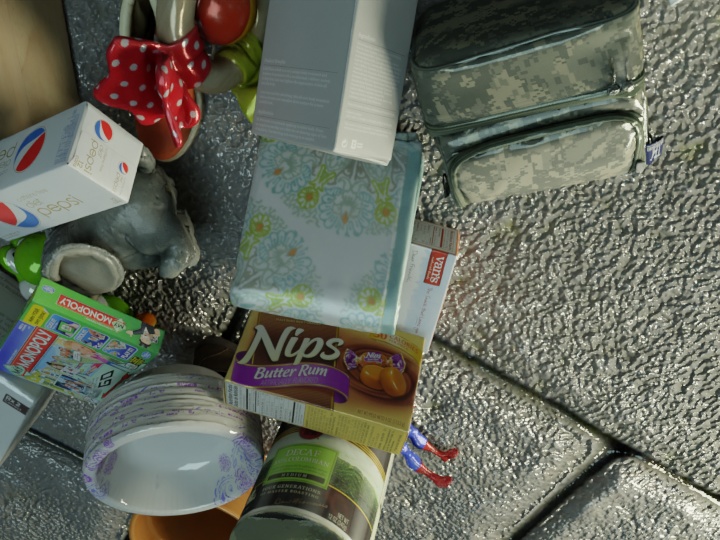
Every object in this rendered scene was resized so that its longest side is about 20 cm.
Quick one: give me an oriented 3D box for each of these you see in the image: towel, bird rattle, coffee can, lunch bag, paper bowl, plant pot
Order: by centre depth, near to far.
[{"bbox_3d":[-0.132,-0.203,0.586,0.111,0.198,0.168,26,115,32],"label":"bird rattle"},{"bbox_3d":[0.152,-0.149,0.598,0.194,0.141,0.170,-11,129,15],"label":"lunch bag"},{"bbox_3d":[-0.029,-0.050,0.679,0.166,0.048,0.207,9,80,4],"label":"towel"},{"bbox_3d":[-0.042,0.238,0.752,0.142,0.202,0.150,7,122,11],"label":"coffee can"},{"bbox_3d":[-0.210,0.187,0.782,0.194,0.106,0.204,-8,139,-7],"label":"paper bowl"},{"bbox_3d":[-0.200,0.329,0.947,0.193,0.141,0.205,5,122,7],"label":"plant pot"}]

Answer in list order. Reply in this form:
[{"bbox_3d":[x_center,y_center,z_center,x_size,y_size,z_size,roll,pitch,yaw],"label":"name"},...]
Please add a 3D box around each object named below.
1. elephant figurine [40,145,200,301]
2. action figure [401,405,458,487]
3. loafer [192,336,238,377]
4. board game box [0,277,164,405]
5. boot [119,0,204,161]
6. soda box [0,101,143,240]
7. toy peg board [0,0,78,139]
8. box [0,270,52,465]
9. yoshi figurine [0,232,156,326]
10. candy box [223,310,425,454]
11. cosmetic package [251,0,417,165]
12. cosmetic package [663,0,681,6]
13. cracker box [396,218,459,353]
[{"bbox_3d":[-0.278,-0.025,0.714,0.195,0.142,0.159,-22,104,-5],"label":"elephant figurine"},{"bbox_3d":[0.039,0.200,0.869,0.197,0.066,0.052,34,144,-11],"label":"action figure"},{"bbox_3d":[-0.127,0.154,0.868,0.194,0.072,0.075,18,123,0],"label":"loafer"},{"bbox_3d":[-0.314,0.086,0.748,0.132,0.030,0.199,27,141,-26],"label":"board game box"},{"bbox_3d":[-0.198,-0.186,0.659,0.073,0.108,0.204,17,125,2],"label":"boot"},{"bbox_3d":[-0.296,-0.086,0.637,0.195,0.066,0.068,-10,151,32],"label":"soda box"},{"bbox_3d":[-0.381,-0.228,0.627,0.095,0.200,0.205,15,124,19],"label":"toy peg board"},{"bbox_3d":[-0.491,0.117,0.877,0.197,0.132,0.200,37,125,-11],"label":"box"},{"bbox_3d":[-0.346,0.030,0.823,0.199,0.113,0.112,43,107,-13],"label":"yoshi figurine"},{"bbox_3d":[-0.036,0.107,0.733,0.194,0.119,0.057,16,141,2],"label":"candy box"},{"bbox_3d":[-0.018,-0.202,0.566,0.105,0.089,0.206,20,102,37],"label":"cosmetic package"},{"bbox_3d":[0.242,-0.322,0.506,0.110,0.082,0.203,-21,114,22],"label":"cosmetic package"},{"bbox_3d":[0.000,0.000,0.759,0.194,0.058,0.137,16,124,3],"label":"cracker box"}]
